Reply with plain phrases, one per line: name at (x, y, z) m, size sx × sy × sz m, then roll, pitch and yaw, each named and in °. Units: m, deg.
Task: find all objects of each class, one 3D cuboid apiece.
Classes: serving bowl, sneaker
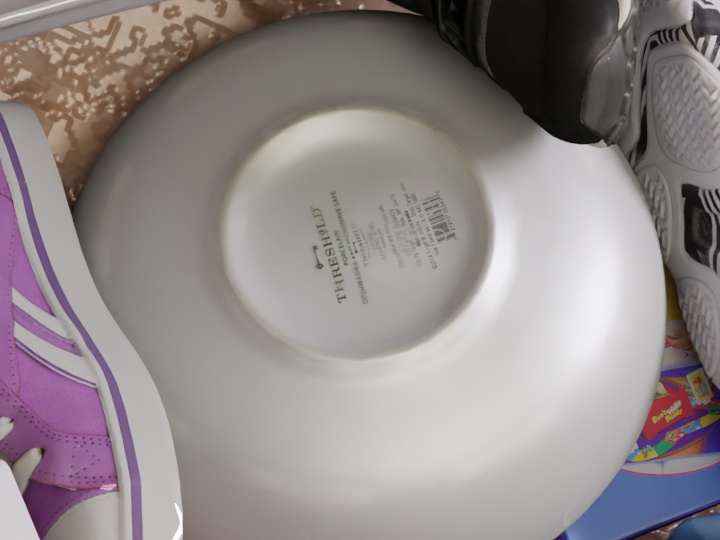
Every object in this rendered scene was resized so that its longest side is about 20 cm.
serving bowl at (0.000, 0.000, 0.811) m, size 0.199 × 0.066 × 0.201 m, roll 0°, pitch 68°, yaw 0°
sneaker at (-0.130, 0.033, 0.763) m, size 0.114 × 0.201 × 0.073 m, roll -3°, pitch 138°, yaw -33°
sneaker at (0.023, -0.097, 0.804) m, size 0.087 × 0.200 × 0.076 m, roll -3°, pitch 123°, yaw -14°
sneaker at (0.160, -0.020, 0.847) m, size 0.115 × 0.075 × 0.201 m, roll -13°, pitch 75°, yaw -22°

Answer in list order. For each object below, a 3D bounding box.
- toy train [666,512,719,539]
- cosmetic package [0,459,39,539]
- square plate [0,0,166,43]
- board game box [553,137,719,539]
toy train at (0.140, 0.127, 0.874) m, size 0.200 × 0.087 × 0.115 m, roll -2°, pitch 127°, yaw -44°
cosmetic package at (-0.164, 0.183, 0.701) m, size 0.199 × 0.123 × 0.200 m, roll -16°, pitch 103°, yaw 20°
square plate at (-0.107, -0.133, 0.773) m, size 0.199 × 0.198 × 0.029 m, roll -16°, pitch 139°, yaw -16°
board game box at (0.130, 0.006, 0.894) m, size 0.199 × 0.045 × 0.135 m, roll -19°, pitch 81°, yaw -15°
